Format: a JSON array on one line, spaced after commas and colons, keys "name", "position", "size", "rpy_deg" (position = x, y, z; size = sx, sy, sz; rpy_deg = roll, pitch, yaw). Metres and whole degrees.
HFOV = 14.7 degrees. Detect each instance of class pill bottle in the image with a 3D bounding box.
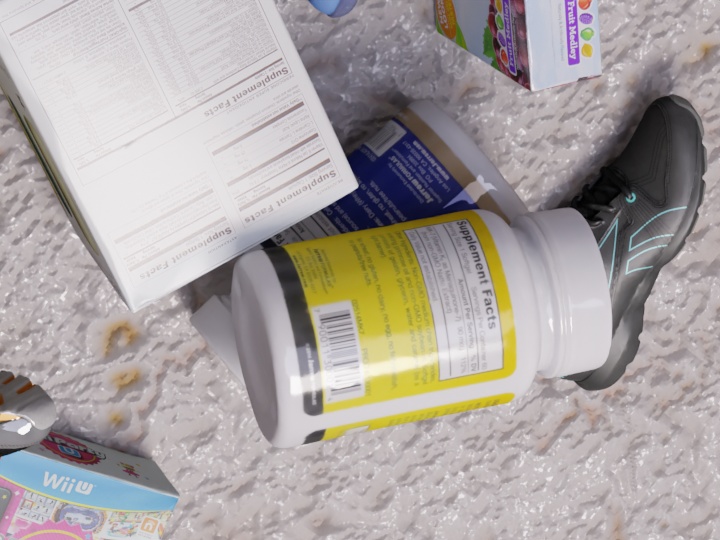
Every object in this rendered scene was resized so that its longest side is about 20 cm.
[{"name": "pill bottle", "position": [0.035, 0.028, 1.588], "size": [0.199, 0.114, 0.115], "rpy_deg": [-10, 113, -13]}, {"name": "pill bottle", "position": [0.000, 0.000, 1.693], "size": [0.200, 0.116, 0.116], "rpy_deg": [-41, 118, -1]}]

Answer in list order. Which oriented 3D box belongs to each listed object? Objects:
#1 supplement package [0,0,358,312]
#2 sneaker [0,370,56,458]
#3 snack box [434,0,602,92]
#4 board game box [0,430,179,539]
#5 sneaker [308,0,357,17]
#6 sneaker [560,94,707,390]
[{"name": "supplement package", "position": [-0.124, -0.116, 1.581], "size": [0.150, 0.152, 0.200], "rpy_deg": [-29, 117, -7]}, {"name": "sneaker", "position": [-0.255, 0.113, 1.618], "size": [0.199, 0.078, 0.078], "rpy_deg": [-16, 96, 29]}, {"name": "snack box", "position": [0.085, -0.221, 1.626], "size": [0.053, 0.142, 0.201], "rpy_deg": [-12, 113, -17]}, {"name": "board game box", "position": [-0.220, 0.196, 1.714], "size": [0.147, 0.064, 0.201], "rpy_deg": [19, 101, -25]}, {"name": "sneaker", "position": [-0.037, -0.244, 1.614], "size": [0.082, 0.074, 0.201], "rpy_deg": [-9, 105, -15]}, {"name": "sneaker", "position": [0.157, -0.019, 1.768], "size": [0.079, 0.075, 0.201], "rpy_deg": [15, 103, -22]}]
